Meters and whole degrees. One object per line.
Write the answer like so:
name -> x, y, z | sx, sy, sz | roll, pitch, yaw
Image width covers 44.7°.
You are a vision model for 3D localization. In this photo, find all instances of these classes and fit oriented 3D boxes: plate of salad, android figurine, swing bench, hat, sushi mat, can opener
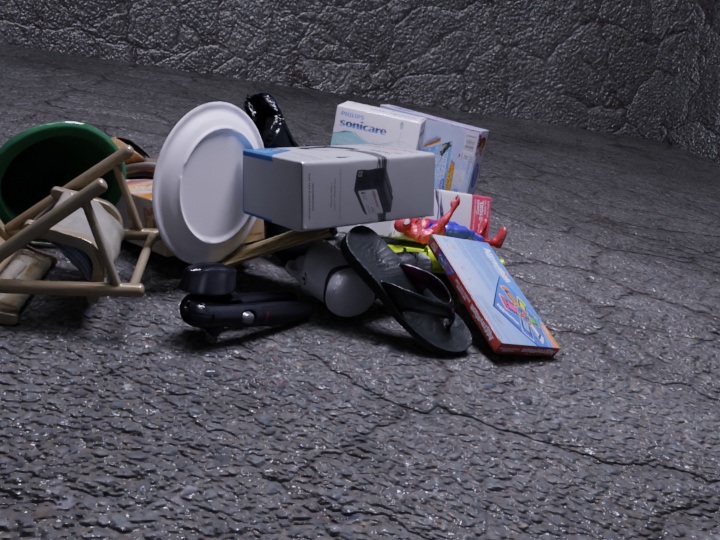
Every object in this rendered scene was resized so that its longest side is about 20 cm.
plate of salad -> -0.188, -0.107, 1.076 | 0.048, 0.201, 0.200 | 14, 17, 32
android figurine -> 0.110, -0.017, 1.282 | 0.199, 0.041, 0.182 | 5, 2, -11
swing bench -> -0.342, -0.038, 0.968 | 0.199, 0.130, 0.199 | -15, 21, 0
hat -> -0.429, -0.146, 1.145 | 0.199, 0.166, 0.176 | -24, 42, -20
sushi mat -> -0.120, -0.031, 1.124 | 0.199, 0.012, 0.096 | -18, 15, 15
can opener -> -0.124, 0.041, 0.988 | 0.063, 0.079, 0.200 | 35, 16, 36

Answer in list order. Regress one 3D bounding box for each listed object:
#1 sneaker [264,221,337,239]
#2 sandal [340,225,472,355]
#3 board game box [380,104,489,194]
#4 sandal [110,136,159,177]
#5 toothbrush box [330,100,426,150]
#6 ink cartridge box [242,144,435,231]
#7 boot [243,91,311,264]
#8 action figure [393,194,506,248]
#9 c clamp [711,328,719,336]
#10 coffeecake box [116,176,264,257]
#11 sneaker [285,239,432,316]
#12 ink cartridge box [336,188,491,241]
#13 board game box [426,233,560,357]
sneaker -> -0.135, -0.091, 1.381 | 0.199, 0.076, 0.115 | 7, 9, -42
sandal -> 0.060, 0.023, 1.029 | 0.200, 0.048, 0.075 | 44, 44, -4
board game box -> 0.109, -0.172, 1.540 | 0.199, 0.201, 0.041 | 21, 19, 26
sandal -> -0.325, -0.160, 1.231 | 0.199, 0.055, 0.082 | 0, 19, -4
toothbrush box -> 0.020, -0.175, 1.493 | 0.146, 0.201, 0.085 | 12, 18, 7
ink cartridge box -> -0.027, -0.108, 1.089 | 0.199, 0.084, 0.145 | -8, 16, -35
boot -> -0.118, -0.127, 1.213 | 0.076, 0.201, 0.168 | -10, -27, 13
action figure -> 0.130, -0.085, 1.273 | 0.199, 0.100, 0.065 | -2, 19, -39
c clamp -> 0.546, 0.142, 1.137 | 0.170, 0.027, 0.200 | 21, 18, 12
coffeecake box -> -0.251, -0.083, 1.200 | 0.153, 0.074, 0.199 | -13, 20, -40
sneaker -> 0.000, 0.000, 1.130 | 0.115, 0.076, 0.199 | 26, 24, 37
ink cartridge box -> 0.083, -0.087, 1.372 | 0.199, 0.085, 0.144 | 4, 2, -38
board game box -> 0.167, 0.030, 1.122 | 0.102, 0.019, 0.200 | 7, 39, -33
